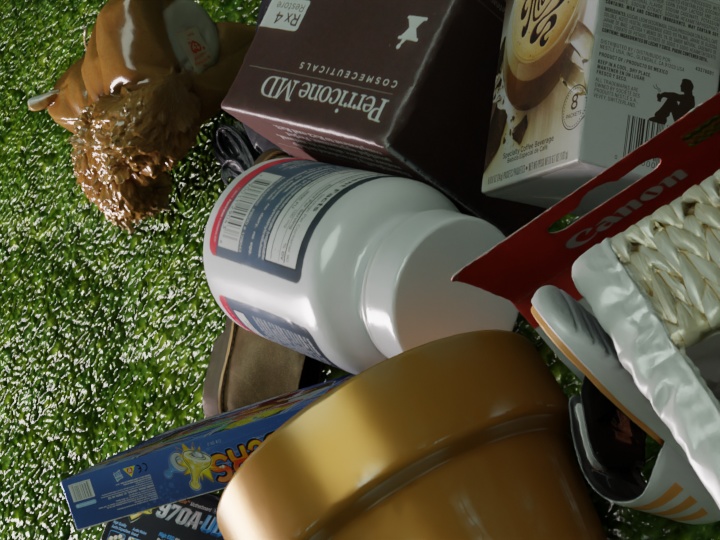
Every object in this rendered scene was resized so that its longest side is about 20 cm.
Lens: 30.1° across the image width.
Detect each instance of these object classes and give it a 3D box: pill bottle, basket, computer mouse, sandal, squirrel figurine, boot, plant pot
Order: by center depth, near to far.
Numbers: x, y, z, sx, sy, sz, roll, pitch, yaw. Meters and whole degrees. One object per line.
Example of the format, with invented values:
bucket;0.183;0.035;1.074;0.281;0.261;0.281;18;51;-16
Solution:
basket;0.231;0.055;0.584;0.161;0.200;0.198;-39;48;15
sandal;0.125;0.075;0.656;0.059;0.207;0.079;-41;41;12
plant pot;0.053;0.163;0.700;0.200;0.200;0.184;-40;63;18
pill bottle;0.000;0.000;0.803;0.200;0.119;0.120;17;80;55
boot;-0.054;0.016;0.937;0.075;0.074;0.201;7;90;31
computer mouse;-0.049;-0.132;0.998;0.139;0.053;0.200;55;139;40
squirrel figurine;-0.200;-0.139;1.110;0.186;0.141;0.201;-19;53;40

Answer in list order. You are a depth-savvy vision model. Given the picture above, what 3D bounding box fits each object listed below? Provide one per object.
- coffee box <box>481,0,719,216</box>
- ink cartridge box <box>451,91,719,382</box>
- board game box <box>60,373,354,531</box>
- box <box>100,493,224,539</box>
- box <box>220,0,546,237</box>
coffee box;0.133;-0.138;0.714;0.113;0.080;0.201;165;115;-69
ink cartridge box;0.162;0.000;0.669;0.162;0.200;0.050;-35;62;22
board game box;-0.068;0.106;0.840;0.199;0.135;0.035;-19;90;23
box;-0.110;0.230;0.893;0.200;0.046;0.159;6;72;43
box;0.052;-0.146;0.869;0.166;0.164;0.200;19;81;45
